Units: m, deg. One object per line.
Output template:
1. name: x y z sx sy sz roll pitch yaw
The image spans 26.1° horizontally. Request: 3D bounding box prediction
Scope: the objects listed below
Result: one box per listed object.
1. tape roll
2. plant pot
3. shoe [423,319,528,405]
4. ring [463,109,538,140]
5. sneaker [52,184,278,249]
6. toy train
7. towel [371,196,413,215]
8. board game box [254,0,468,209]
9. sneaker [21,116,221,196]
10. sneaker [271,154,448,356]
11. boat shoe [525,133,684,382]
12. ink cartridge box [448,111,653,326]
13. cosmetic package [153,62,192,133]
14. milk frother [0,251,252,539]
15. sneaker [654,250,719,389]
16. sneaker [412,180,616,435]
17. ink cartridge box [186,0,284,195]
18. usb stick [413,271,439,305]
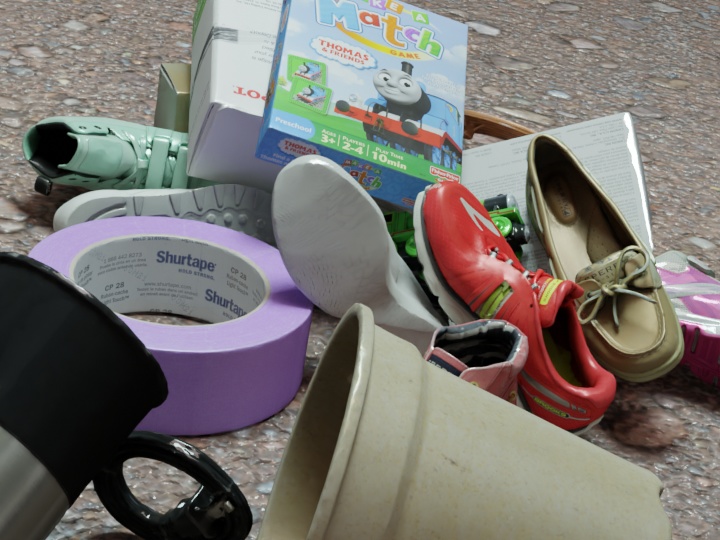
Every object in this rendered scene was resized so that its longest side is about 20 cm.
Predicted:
1. tape roll: -0.134 0.033 1.074 0.199 0.066 0.200 9 26 -4
2. plant pot: 0.051 0.141 0.802 0.183 0.201 0.201 19 25 -7
3. shoe: 0.035 0.095 0.976 0.071 0.091 0.200 27 30 32
4. ring: 0.131 -0.082 1.333 0.200 0.019 0.200 24 -12 5
5. sneaker: -0.138 -0.035 1.213 0.199 0.077 0.080 5 5 -22
6. toy train: 0.033 -0.019 1.174 0.199 0.042 0.057 -11 46 19
7. towel: 0.046 -0.044 1.311 0.147 0.024 0.200 26 22 36
8. board game box: 0.006 -0.140 1.188 0.151 0.037 0.201 17 44 -12
9. sneaker: -0.174 -0.078 1.246 0.199 0.074 0.118 13 9 20
10. sneaker: 0.000 0.000 1.090 0.075 0.200 0.089 -31 21 7
11. boat shoe: 0.163 -0.010 1.099 0.073 0.063 0.200 -28 54 1
12. ink cartridge box: 0.143 -0.014 1.177 0.160 0.050 0.201 -12 58 13
13. cosmetic package: -0.078 -0.120 1.366 0.199 0.106 0.071 -2 28 -20
14. milk frother: -0.172 0.131 0.795 0.200 0.180 0.188 39 65 -3
15. sneaker: 0.254 0.029 1.168 0.199 0.081 0.089 11 57 2
16. sneaker: 0.112 0.017 1.065 0.077 0.085 0.201 -26 82 -43
17. ink cartridge box: -0.060 -0.155 1.256 0.145 0.084 0.201 13 45 -16
18. usb stick: 0.110 0.016 1.232 0.199 0.033 0.056 10 26 1
